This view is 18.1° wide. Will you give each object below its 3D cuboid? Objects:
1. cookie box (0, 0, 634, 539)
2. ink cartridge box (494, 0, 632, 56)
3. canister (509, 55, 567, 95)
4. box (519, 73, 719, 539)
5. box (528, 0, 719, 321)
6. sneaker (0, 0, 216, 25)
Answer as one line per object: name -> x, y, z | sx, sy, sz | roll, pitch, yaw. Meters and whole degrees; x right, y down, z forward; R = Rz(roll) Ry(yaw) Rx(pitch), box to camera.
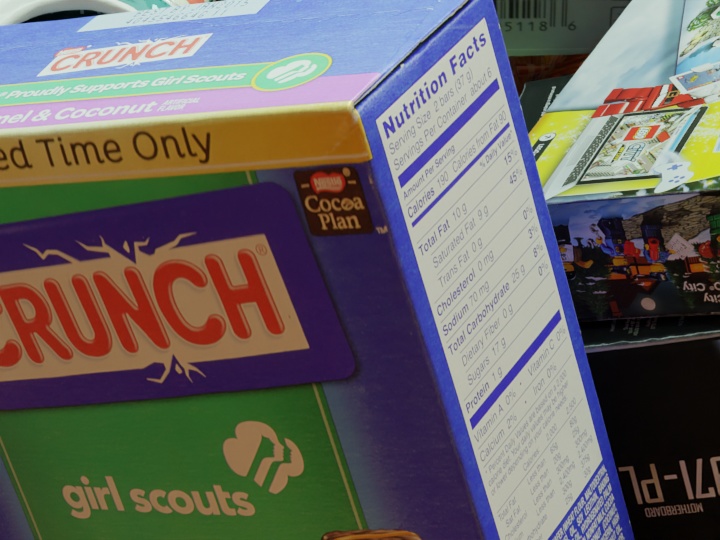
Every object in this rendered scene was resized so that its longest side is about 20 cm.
cookie box -> -0.031, 0.035, 0.591 | 0.171, 0.201, 0.075 | -2, 28, 31
ink cartridge box -> 0.086, -0.157, 0.846 | 0.161, 0.050, 0.200 | -1, 45, 1
canister -> 0.044, -0.138, 0.976 | 0.086, 0.149, 0.200 | 10, 38, 37
box -> 0.117, 0.008, 0.689 | 0.163, 0.086, 0.200 | -8, 26, 20
box -> 0.132, -0.052, 0.653 | 0.136, 0.038, 0.200 | -3, 28, 29
sneaker -> -0.149, -0.084, 0.799 | 0.199, 0.071, 0.094 | -4, 37, 5
